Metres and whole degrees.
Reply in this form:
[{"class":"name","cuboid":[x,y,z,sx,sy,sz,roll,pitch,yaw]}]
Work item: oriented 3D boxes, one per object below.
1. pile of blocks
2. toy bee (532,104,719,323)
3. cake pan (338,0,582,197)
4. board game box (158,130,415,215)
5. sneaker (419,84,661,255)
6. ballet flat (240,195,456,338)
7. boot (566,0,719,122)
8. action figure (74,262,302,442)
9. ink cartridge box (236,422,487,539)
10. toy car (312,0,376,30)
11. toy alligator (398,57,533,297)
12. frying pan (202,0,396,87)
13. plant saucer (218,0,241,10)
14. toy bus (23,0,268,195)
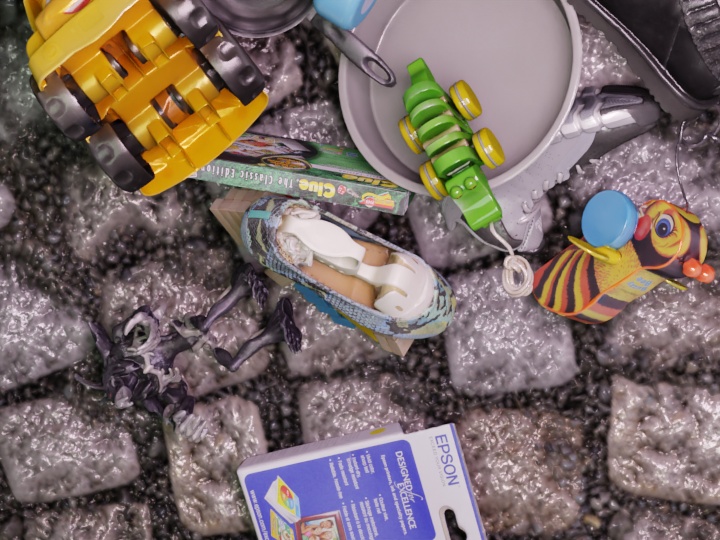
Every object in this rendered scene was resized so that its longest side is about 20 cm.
[{"class":"pile of blocks","cuboid":[-0.028,-0.013,1.382,0.200,0.082,0.062,41,66,-14]},{"class":"toy bee","cuboid":[0.217,-0.018,1.292,0.130,0.109,0.201,-1,136,-27]},{"class":"cake pan","cuboid":[0.079,-0.153,1.285,0.198,0.037,0.203,-4,80,25]},{"class":"board game box","cuboid":[-0.053,-0.083,1.334,0.198,0.105,0.024,11,106,8]},{"class":"sneaker","cuboid":[0.150,-0.073,1.325,0.198,0.075,0.117,-10,109,23]},{"class":"ballet flat","cuboid":[0.000,0.000,1.309,0.198,0.074,0.075,22,110,-21]},{"class":"boot","cuboid":[0.236,-0.226,1.205,0.211,0.079,0.158,48,136,-2]},{"class":"action figure","cuboid":[-0.155,0.073,1.400,0.199,0.102,0.119,-29,111,15]},{"class":"ink cartridge box","cuboid":[0.014,0.236,1.449,0.198,0.047,0.200,-13,102,12]},{"class":"toy car","cuboid":[-0.047,-0.297,1.154,0.183,0.200,0.178,32,81,7]},{"class":"toy alligator","cuboid":[0.073,-0.073,1.225,0.059,0.054,0.202,-30,71,18]},{"class":"frying pan","cuboid":[-0.045,-0.224,1.279,0.188,0.031,0.116,18,106,-2]},{"class":"plant saucer","cuboid":[-0.157,-0.290,1.321,0.198,0.051,0.203,3,107,9]},{"class":"toy bus","cuboid":[-0.181,-0.181,1.227,0.135,0.200,0.193,-36,64,3]}]
